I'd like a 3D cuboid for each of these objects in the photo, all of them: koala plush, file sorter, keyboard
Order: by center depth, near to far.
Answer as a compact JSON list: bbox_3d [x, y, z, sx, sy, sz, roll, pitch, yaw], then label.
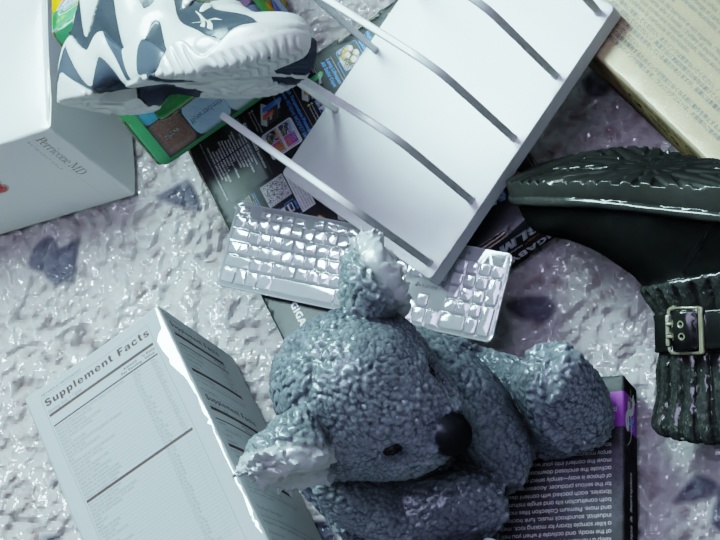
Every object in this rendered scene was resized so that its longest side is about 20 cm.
[{"bbox_3d":[0.011,0.082,1.140,0.183,0.200,0.178,24,81,32],"label":"koala plush"},{"bbox_3d":[0.029,-0.125,1.224,0.138,0.124,0.201,35,92,33],"label":"file sorter"},{"bbox_3d":[0.000,0.000,1.275,0.199,0.011,0.057,11,76,27],"label":"keyboard"}]

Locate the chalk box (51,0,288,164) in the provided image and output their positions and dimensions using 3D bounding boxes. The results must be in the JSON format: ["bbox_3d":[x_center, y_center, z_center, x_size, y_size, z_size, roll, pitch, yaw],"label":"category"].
[{"bbox_3d":[-0.123,-0.167,1.341,0.124,0.124,0.200,-34,28,9],"label":"chalk box"}]

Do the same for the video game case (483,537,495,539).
[{"bbox_3d":[0.101,0.277,1.103,0.181,0.023,0.201,29,82,-7],"label":"video game case"}]

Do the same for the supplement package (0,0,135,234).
[{"bbox_3d":[-0.276,-0.102,1.435,0.198,0.121,0.121,-15,63,20],"label":"supplement package"}]

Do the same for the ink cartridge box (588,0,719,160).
[{"bbox_3d":[0.231,-0.156,1.246,0.165,0.075,0.200,-43,58,4],"label":"ink cartridge box"}]

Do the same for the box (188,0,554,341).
[{"bbox_3d":[0.009,-0.057,1.326,0.198,0.050,0.201,-33,61,8],"label":"box"}]

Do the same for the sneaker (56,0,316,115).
[{"bbox_3d":[-0.104,-0.167,1.195,0.198,0.079,0.131,-6,80,50],"label":"sneaker"}]

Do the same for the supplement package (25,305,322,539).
[{"bbox_3d":[-0.108,0.144,1.263,0.113,0.109,0.201,-33,60,10],"label":"supplement package"}]

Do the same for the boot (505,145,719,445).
[{"bbox_3d":[0.175,0.016,1.180,0.210,0.079,0.159,11,113,45],"label":"boot"}]

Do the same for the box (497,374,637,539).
[{"bbox_3d":[0.094,0.168,1.203,0.142,0.036,0.202,-7,66,24],"label":"box"}]
